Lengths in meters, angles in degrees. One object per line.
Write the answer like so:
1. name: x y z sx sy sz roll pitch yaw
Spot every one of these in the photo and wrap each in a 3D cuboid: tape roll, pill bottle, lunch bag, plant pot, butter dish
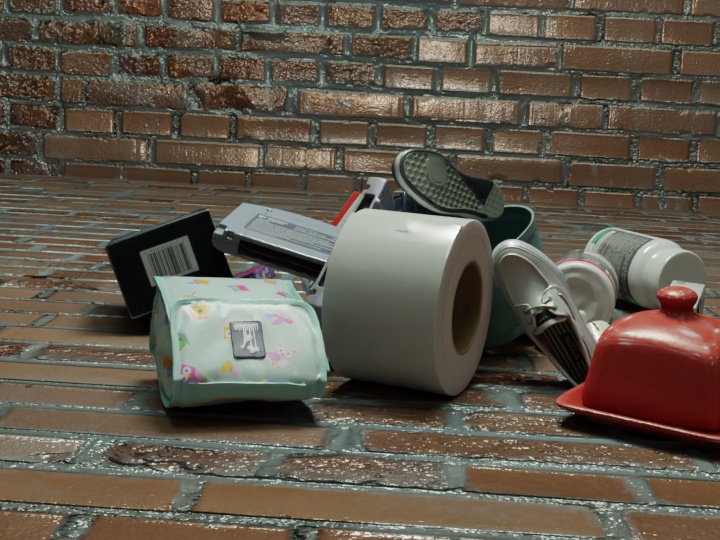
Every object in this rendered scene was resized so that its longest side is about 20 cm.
1. tape roll: 0.059 0.035 1.295 0.138 0.205 0.202 8 11 23
2. pill bottle: 0.461 -0.001 1.834 0.112 0.114 0.200 -1 10 -22
3. lunch bag: -0.135 0.082 1.209 0.169 0.123 0.200 2 18 -18
4. pill bottle: 0.328 0.029 1.676 0.110 0.112 0.200 5 10 14
5. plant pot: 0.159 0.020 1.486 0.199 0.135 0.201 -23 18 8
6. butter dish: 0.335 0.091 1.208 0.199 0.149 0.199 9 11 33

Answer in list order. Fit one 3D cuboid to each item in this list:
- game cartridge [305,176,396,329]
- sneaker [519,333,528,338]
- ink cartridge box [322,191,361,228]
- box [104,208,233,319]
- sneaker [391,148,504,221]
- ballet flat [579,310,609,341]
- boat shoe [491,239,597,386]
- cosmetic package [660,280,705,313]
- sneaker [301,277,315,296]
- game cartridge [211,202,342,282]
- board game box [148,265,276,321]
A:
1. game cartridge: 0.000 0.000 1.405 0.038 0.201 0.130 10 -32 28
2. sneaker: 0.211 0.060 1.635 0.088 0.076 0.200 -22 12 8
3. ink cartridge box: 0.037 -0.048 1.659 0.116 0.067 0.200 38 -3 -31
4. box: -0.268 -0.015 1.579 0.147 0.108 0.200 -20 7 -8
5. sneaker: 0.072 -0.095 1.466 0.145 0.078 0.202 -9 -20 41
6. ballet flat: 0.290 0.088 1.461 0.068 0.064 0.200 0 10 -28
7. boat shoe: 0.226 0.051 1.336 0.073 0.200 0.067 -38 4 20
8. cosmetic package: 0.444 0.071 1.555 0.050 0.083 0.200 9 12 19
9. sneaker: -0.027 0.024 1.749 0.199 0.073 0.114 9 0 -38
10. game cartridge: -0.085 -0.036 1.509 0.198 0.042 0.133 18 19 8
11. board game box: -0.204 0.035 1.580 0.119 0.033 0.200 -15 7 16
